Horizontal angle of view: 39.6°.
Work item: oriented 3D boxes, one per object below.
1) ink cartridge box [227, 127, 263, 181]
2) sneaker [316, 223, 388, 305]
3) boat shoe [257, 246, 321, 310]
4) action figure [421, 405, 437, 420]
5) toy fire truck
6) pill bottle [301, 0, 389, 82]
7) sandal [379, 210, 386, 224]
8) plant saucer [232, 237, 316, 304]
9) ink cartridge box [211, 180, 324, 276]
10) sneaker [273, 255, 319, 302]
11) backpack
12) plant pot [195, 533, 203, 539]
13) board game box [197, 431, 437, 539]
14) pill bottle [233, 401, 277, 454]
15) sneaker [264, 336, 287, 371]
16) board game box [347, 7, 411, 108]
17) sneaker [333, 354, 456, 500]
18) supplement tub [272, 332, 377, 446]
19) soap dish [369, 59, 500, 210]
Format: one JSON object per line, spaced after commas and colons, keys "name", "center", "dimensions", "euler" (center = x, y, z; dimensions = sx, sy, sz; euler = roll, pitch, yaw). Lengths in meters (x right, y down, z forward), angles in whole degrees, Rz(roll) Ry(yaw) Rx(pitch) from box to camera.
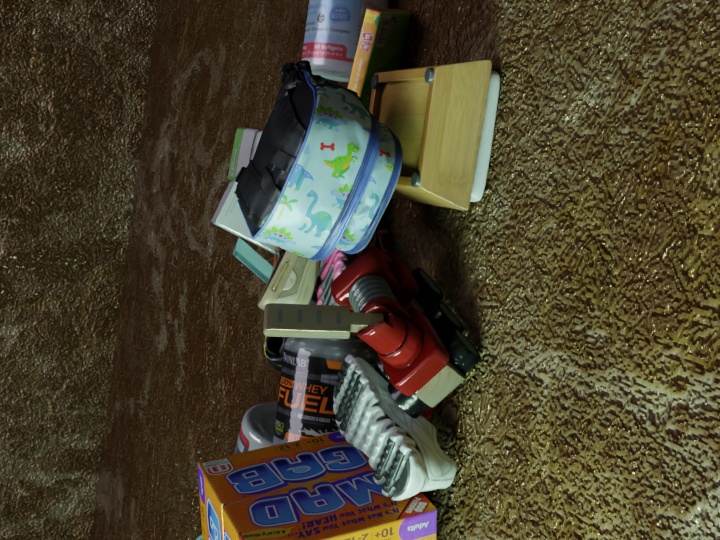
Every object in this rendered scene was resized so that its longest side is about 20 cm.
{"name": "ink cartridge box", "center": [-0.091, -0.146, 1.420], "dimensions": [0.200, 0.144, 0.085], "euler": [-154, 75, -66]}
{"name": "sneaker", "center": [0.000, 0.000, 1.227], "dimensions": [0.201, 0.095, 0.079], "euler": [-87, 23, -45]}
{"name": "boat shoe", "center": [-0.077, -0.039, 1.241], "dimensions": [0.071, 0.064, 0.202], "euler": [135, 151, -64]}
{"name": "action figure", "center": [0.044, 0.178, 1.150], "dimensions": [0.066, 0.051, 0.201], "euler": [-108, 35, -49]}
{"name": "toy fire truck", "center": [0.001, 0.046, 1.041], "dimensions": [0.129, 0.200, 0.177], "euler": [-42, 36, 12]}
{"name": "pill bottle", "center": [-0.016, -0.361, 1.348], "dimensions": [0.109, 0.108, 0.202], "euler": [-164, 81, -67]}
{"name": "sandal", "center": [0.014, -0.127, 1.285], "dimensions": [0.082, 0.054, 0.201], "euler": [-109, 33, -45]}
{"name": "plant saucer", "center": [-0.095, 0.031, 1.344], "dimensions": [0.019, 0.200, 0.070], "euler": [-51, 4, -11]}
{"name": "ink cartridge box", "center": [-0.100, -0.050, 1.373], "dimensions": [0.067, 0.199, 0.116], "euler": [-64, 12, -2]}
{"name": "sneaker", "center": [-0.097, 0.009, 1.488], "dimensions": [0.200, 0.077, 0.113], "euler": [176, 99, -67]}
{"name": "backpack", "center": [-0.041, -0.105, 1.067], "dimensions": [0.184, 0.146, 0.200], "euler": [-64, 16, 15]}
{"name": "plant pot", "center": [-0.117, 0.443, 1.280], "dimensions": [0.200, 0.186, 0.202], "euler": [-173, 90, -67]}
{"name": "board game box", "center": [-0.050, 0.317, 1.075], "dimensions": [0.200, 0.198, 0.202], "euler": [-146, 51, -60]}
{"name": "pill bottle", "center": [-0.132, 0.304, 1.441], "dimensions": [0.120, 0.118, 0.202], "euler": [-124, 45, -57]}
{"name": "sneaker", "center": [-0.109, 0.108, 1.482], "dimensions": [0.200, 0.084, 0.075], "euler": [151, 123, -63]}
{"name": "board game box", "center": [0.013, -0.233, 1.281], "dimensions": [0.030, 0.095, 0.202], "euler": [20, 110, 21]}
{"name": "sneaker", "center": [0.032, 0.167, 1.075], "dimensions": [0.200, 0.080, 0.076], "euler": [55, 130, 46]}
{"name": "supplement tub", "center": [-0.044, 0.157, 1.265], "dimensions": [0.122, 0.121, 0.202], "euler": [-173, 89, -67]}
{"name": "soap dish", "center": [0.071, -0.156, 1.124], "dimensions": [0.200, 0.080, 0.159], "euler": [-161, 78, -66]}
